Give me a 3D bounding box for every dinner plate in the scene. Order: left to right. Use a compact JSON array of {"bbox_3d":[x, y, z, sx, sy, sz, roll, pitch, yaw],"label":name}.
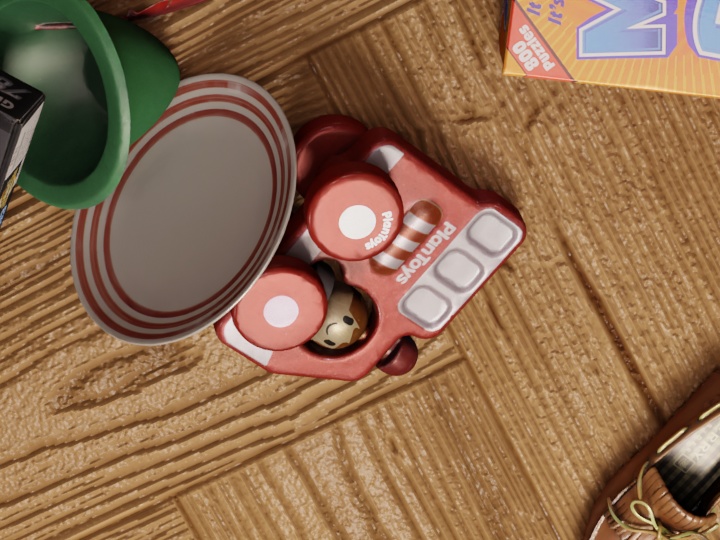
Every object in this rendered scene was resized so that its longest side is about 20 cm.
[{"bbox_3d":[-0.120,-0.041,1.133,0.200,0.200,0.024,-44,140,13],"label":"dinner plate"}]

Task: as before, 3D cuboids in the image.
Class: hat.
[{"bbox_3d":[-0.153,-0.146,1.170,0.200,0.176,0.166,5,111,42],"label":"hat"}]

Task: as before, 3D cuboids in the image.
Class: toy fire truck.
[{"bbox_3d":[0.000,0.000,1.157,0.168,0.112,0.200,33,106,-23],"label":"toy fire truck"}]

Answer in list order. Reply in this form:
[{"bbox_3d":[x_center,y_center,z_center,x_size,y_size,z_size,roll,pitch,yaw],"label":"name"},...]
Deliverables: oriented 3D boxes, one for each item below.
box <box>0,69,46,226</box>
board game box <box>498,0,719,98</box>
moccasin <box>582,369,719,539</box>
[{"bbox_3d":[-0.340,-0.086,1.149,0.200,0.050,0.199,28,126,-2],"label":"box"},{"bbox_3d":[0.198,-0.222,1.030,0.200,0.200,0.200,7,105,2],"label":"board game box"},{"bbox_3d":[0.229,0.164,1.187,0.074,0.078,0.201,40,103,-6],"label":"moccasin"}]
